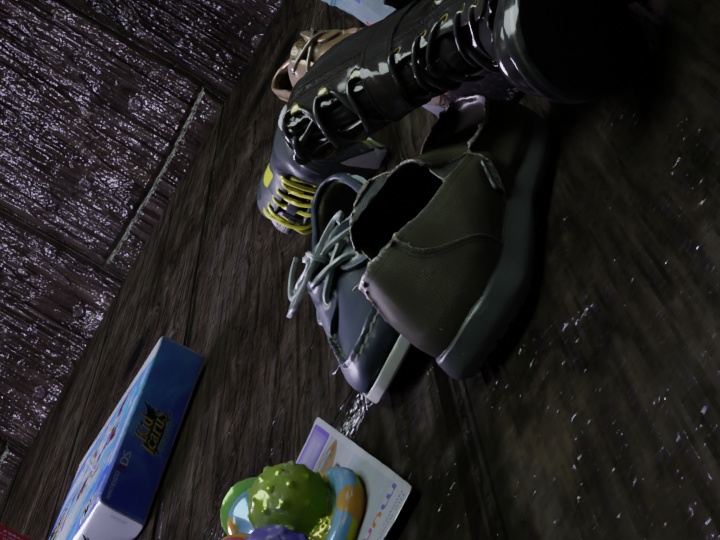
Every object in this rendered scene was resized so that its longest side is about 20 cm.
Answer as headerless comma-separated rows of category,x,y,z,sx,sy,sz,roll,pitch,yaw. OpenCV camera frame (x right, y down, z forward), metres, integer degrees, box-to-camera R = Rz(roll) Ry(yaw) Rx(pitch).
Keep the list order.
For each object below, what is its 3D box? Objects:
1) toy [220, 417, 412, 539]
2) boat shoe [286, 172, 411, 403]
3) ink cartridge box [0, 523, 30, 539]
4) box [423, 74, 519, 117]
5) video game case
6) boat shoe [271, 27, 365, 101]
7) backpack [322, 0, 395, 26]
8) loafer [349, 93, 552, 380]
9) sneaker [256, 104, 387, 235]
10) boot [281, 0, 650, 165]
toy,-0.040,0.124,0.859,0.116,0.047,0.200,-63,9,-2
boat shoe,0.000,0.000,0.957,0.075,0.061,0.200,-55,12,22
ink cartridge box,-0.138,0.205,0.840,0.084,0.144,0.200,-58,10,10
box,0.082,-0.154,0.944,0.200,0.075,0.050,-53,10,44
video game case,-0.204,0.180,1.559,0.182,0.045,0.201,-55,11,36
boat shoe,-0.030,-0.159,1.554,0.072,0.064,0.200,-63,10,-15
backpack,0.045,-0.216,1.084,0.176,0.153,0.201,-52,15,23
loafer,0.037,-0.032,0.832,0.076,0.069,0.200,-56,11,24
sneaker,-0.031,-0.061,1.302,0.200,0.074,0.085,-73,7,-86
boot,0.038,-0.090,0.830,0.173,0.070,0.200,-27,15,26
